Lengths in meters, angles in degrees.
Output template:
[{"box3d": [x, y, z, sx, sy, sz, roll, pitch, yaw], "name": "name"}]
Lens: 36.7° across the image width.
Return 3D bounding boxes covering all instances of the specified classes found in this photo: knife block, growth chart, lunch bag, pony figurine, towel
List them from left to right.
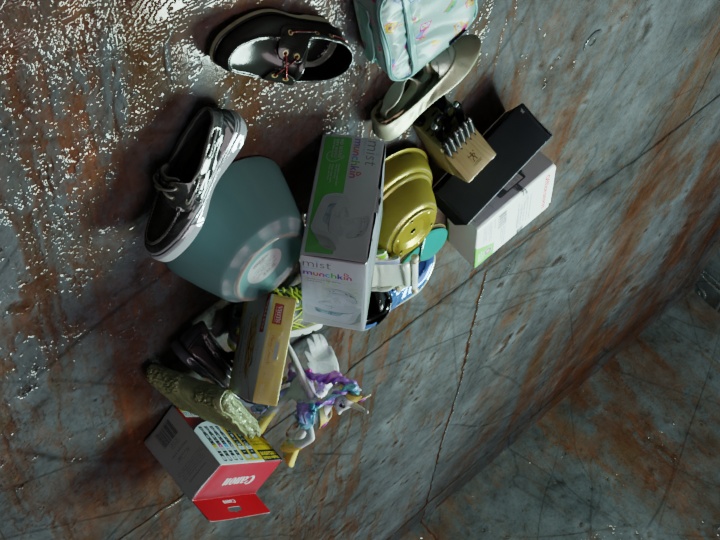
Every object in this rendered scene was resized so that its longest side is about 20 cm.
[{"box3d": [-0.232, 0.195, 1.620, 0.200, 0.146, 0.037, 64, 47, -65], "name": "towel"}, {"box3d": [-0.092, 0.201, 1.819, 0.199, 0.195, 0.166, -39, 157, 18], "name": "pony figurine"}, {"box3d": [0.000, 0.000, 1.702, 0.196, 0.018, 0.145, 3, 153, -2], "name": "growth chart"}, {"box3d": [0.067, -0.331, 1.348, 0.160, 0.077, 0.201, -42, 157, -9], "name": "lunch bag"}, {"box3d": [0.118, -0.223, 1.651, 0.064, 0.200, 0.176, -43, 112, 0], "name": "knife block"}]

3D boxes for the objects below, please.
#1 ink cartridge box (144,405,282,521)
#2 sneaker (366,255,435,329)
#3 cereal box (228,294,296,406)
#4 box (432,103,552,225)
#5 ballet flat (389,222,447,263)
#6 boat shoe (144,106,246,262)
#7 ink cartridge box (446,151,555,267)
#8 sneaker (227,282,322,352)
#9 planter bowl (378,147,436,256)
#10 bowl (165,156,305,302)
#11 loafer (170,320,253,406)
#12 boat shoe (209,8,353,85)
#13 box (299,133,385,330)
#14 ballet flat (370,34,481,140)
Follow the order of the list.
[{"box3d": [-0.222, 0.310, 1.767, 0.084, 0.176, 0.199, -50, 157, 12], "name": "ink cartridge box"}, {"box3d": [0.052, 0.028, 1.884, 0.199, 0.077, 0.111, -40, 174, 2], "name": "sneaker"}, {"box3d": [-0.139, 0.106, 1.509, 0.200, 0.039, 0.147, 171, -70, -74], "name": "cereal box"}, {"box3d": [0.208, -0.170, 1.783, 0.200, 0.079, 0.141, -46, -179, 0], "name": "box"}, {"box3d": [0.081, -0.043, 1.825, 0.199, 0.062, 0.070, -33, 144, -55], "name": "ballet flat"}, {"box3d": [-0.210, -0.106, 1.272, 0.071, 0.072, 0.202, 16, 106, -54], "name": "boat shoe"}, {"box3d": [0.256, -0.123, 1.996, 0.199, 0.084, 0.146, -39, 156, -15], "name": "ink cartridge box"}, {"box3d": [-0.114, 0.059, 1.659, 0.198, 0.075, 0.085, -29, 147, -18], "name": "sneaker"}, {"box3d": [0.059, -0.084, 1.690, 0.199, 0.083, 0.202, -37, 155, -20], "name": "planter bowl"}, {"box3d": [-0.148, -0.037, 1.425, 0.200, 0.105, 0.202, -38, 156, -20], "name": "bowl"}, {"box3d": [-0.201, 0.141, 1.620, 0.063, 0.072, 0.200, -46, 139, 0], "name": "loafer"}, {"box3d": [-0.086, -0.251, 1.243, 0.200, 0.063, 0.074, -14, 145, -49], "name": "boat shoe"}, {"box3d": [-0.020, -0.051, 1.497, 0.177, 0.095, 0.203, 90, 8, -59], "name": "box"}, {"box3d": [0.088, -0.265, 1.515, 0.200, 0.069, 0.069, -47, 157, 2], "name": "ballet flat"}]
